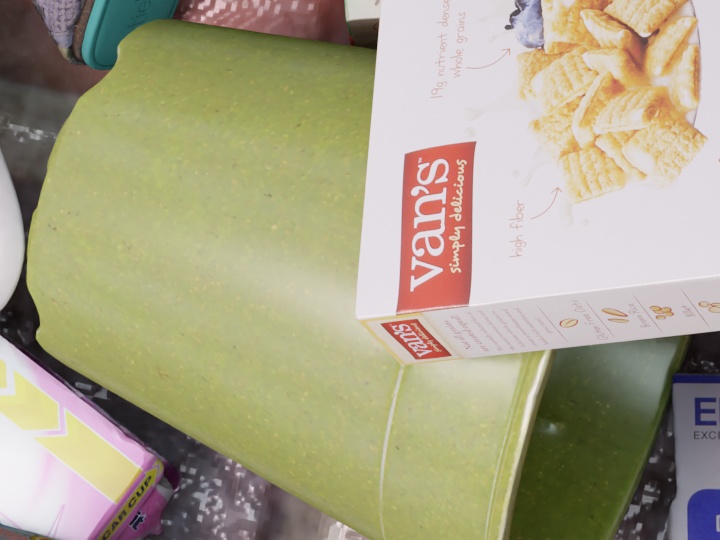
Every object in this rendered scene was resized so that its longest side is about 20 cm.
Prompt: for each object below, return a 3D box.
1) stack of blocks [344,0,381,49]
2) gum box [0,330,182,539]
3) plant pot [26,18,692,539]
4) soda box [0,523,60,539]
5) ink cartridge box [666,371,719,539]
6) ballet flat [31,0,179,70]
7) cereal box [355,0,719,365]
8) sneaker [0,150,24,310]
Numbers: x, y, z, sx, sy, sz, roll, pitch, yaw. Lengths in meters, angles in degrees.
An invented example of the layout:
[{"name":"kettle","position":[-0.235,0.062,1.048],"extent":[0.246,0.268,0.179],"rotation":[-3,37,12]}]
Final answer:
[{"name":"stack of blocks","position":[0.091,-0.143,1.035],"extent":[0.199,0.059,0.115],"rotation":[-3,82,2]},{"name":"gum box","position":[-0.169,0.057,1.015],"extent":[0.200,0.066,0.114],"rotation":[38,86,7]},{"name":"plant pot","position":[0.000,0.000,0.970],"extent":[0.190,0.200,0.200],"rotation":[20,84,17]},{"name":"soda box","position":[-0.063,0.135,0.959],"extent":[0.200,0.064,0.069],"rotation":[18,92,-23]},{"name":"ink cartridge box","position":[0.202,0.136,0.996],"extent":[0.197,0.047,0.200],"rotation":[1,68,3]},{"name":"ballet flat","position":[-0.071,-0.153,0.994],"extent":[0.072,0.200,0.072],"rotation":[16,46,-17]},{"name":"cereal box","position":[0.099,-0.053,0.832],"extent":[0.200,0.040,0.144],"rotation":[-7,62,23]},{"name":"sneaker","position":[-0.190,-0.068,0.974],"extent":[0.071,0.099,0.200],"rotation":[-49,54,30]}]
